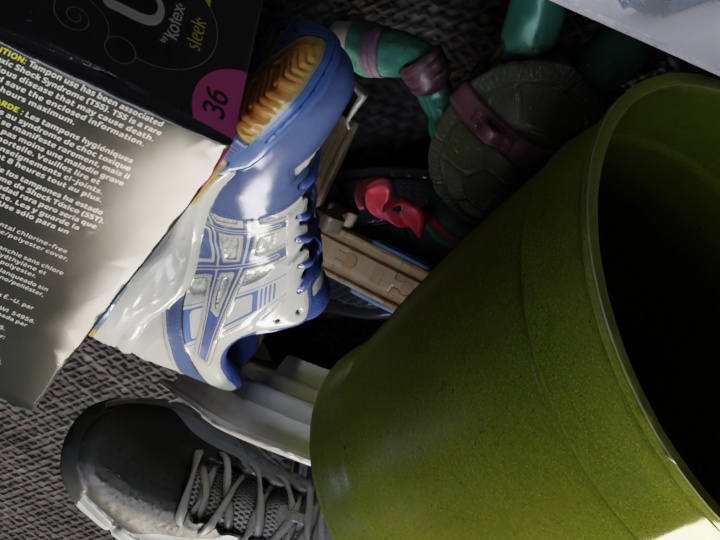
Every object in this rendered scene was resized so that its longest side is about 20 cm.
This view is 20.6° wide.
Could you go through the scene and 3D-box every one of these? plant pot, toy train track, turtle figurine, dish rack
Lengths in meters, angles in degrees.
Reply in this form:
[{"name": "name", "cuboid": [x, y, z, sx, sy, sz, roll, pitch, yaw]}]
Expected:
[{"name": "plant pot", "cuboid": [0.087, 0.054, 0.774, 0.200, 0.200, 0.193, 34, 137, -28]}, {"name": "toy train track", "cuboid": [0.000, 0.000, 0.887, 0.200, 0.033, 0.115, 26, 104, 10]}, {"name": "turtle figurine", "cuboid": [0.069, -0.075, 0.817, 0.150, 0.101, 0.200, 16, 130, -28]}, {"name": "dish rack", "cuboid": [-0.002, 0.075, 0.972, 0.172, 0.044, 0.200, 20, 178, -16]}]

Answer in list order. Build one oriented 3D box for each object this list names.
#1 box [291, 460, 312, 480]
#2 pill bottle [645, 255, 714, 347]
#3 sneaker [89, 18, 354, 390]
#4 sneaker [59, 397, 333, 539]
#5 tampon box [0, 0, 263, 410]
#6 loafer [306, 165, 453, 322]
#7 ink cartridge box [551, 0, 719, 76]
[{"name": "box", "cuboid": [0.058, 0.147, 1.095, 0.200, 0.070, 0.064, 6, 139, 1]}, {"name": "pill bottle", "cuboid": [0.227, -0.011, 0.854, 0.200, 0.112, 0.112, -6, 138, 14]}, {"name": "sneaker", "cuboid": [-0.041, -0.024, 0.830, 0.088, 0.075, 0.200, 29, 136, -12]}, {"name": "sneaker", "cuboid": [-0.038, 0.112, 0.956, 0.200, 0.075, 0.115, 28, 157, -34]}, {"name": "tampon box", "cuboid": [-0.137, -0.070, 0.806, 0.126, 0.150, 0.200, 25, 137, -19]}, {"name": "loafer", "cuboid": [-0.021, -0.007, 0.944, 0.200, 0.063, 0.072, -15, 93, 19]}, {"name": "ink cartridge box", "cuboid": [0.125, -0.166, 0.692, 0.200, 0.045, 0.176, 21, 117, -16]}]
